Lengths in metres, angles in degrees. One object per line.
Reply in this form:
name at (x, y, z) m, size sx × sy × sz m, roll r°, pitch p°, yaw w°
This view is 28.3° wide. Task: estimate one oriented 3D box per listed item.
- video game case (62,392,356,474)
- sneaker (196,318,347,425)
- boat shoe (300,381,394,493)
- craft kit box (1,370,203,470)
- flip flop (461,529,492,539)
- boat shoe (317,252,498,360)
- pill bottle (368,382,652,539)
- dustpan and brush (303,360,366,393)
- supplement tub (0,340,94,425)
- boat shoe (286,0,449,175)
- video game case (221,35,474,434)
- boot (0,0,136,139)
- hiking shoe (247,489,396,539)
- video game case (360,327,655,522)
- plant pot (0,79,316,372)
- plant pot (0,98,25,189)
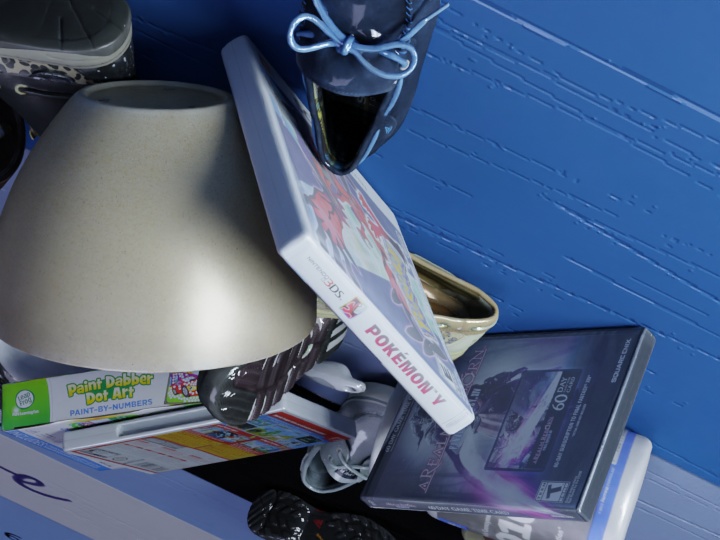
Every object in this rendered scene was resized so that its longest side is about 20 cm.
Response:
video game case at (-0.121, 0.135, 1.170) m, size 0.199 × 0.018 × 0.143 m, roll -12°, pitch 160°, yaw 20°
sneaker at (-0.092, 0.038, 1.023) m, size 0.115 × 0.200 × 0.076 m, roll 29°, pitch 112°, yaw 15°
boat shoe at (-0.002, 0.156, 1.259) m, size 0.070 × 0.072 × 0.201 m, roll 29°, pitch 153°, yaw -9°
craft kit box at (-0.171, 0.123, 1.213) m, size 0.197 × 0.049 × 0.200 m, roll -6°, pitch 162°, yaw 11°
flip flop at (0.141, 0.241, 1.311) m, size 0.081 × 0.058 × 0.200 m, roll 28°, pitch 154°, yaw -7°
boat shoe at (0.000, 0.000, 0.984) m, size 0.199 × 0.074 × 0.063 m, roll 21°, pitch 150°, yaw -18°
pill bottle at (0.115, 0.153, 1.109) m, size 0.199 × 0.114 × 0.114 m, roll 17°, pitch 153°, yaw 14°
dustpan and brush at (-0.075, 0.056, 1.147) m, size 0.199 × 0.057 × 0.140 m, roll 10°, pitch 151°, yaw 28°
supplement tub at (-0.309, 0.075, 1.311) m, size 0.122 × 0.123 × 0.200 m, roll 33°, pitch 153°, yaw -18°
boat shoe at (0.005, -0.117, 0.755) m, size 0.084 × 0.069 × 0.200 m, roll 16°, pitch 153°, yaw 15°
video game case at (-0.009, -0.023, 0.836) m, size 0.023 × 0.200 × 0.182 m, roll -32°, pitch 131°, yaw 12°
boot at (-0.228, -0.125, 0.925) m, size 0.203 × 0.074 × 0.154 m, roll 11°, pitch 151°, yaw 14°
hiking shoe at (-0.024, 0.302, 1.562) m, size 0.199 × 0.076 × 0.101 m, roll 24°, pitch 164°, yaw 21°
video game case at (0.099, 0.106, 1.001) m, size 0.199 × 0.143 × 0.019 m, roll -5°, pitch 139°, yaw 45°
plant pot at (-0.121, -0.039, 0.848) m, size 0.200 × 0.200 × 0.135 m, roll 12°, pitch 109°, yaw 24°
plant pot at (-0.341, -0.082, 1.016) m, size 0.199 × 0.187 × 0.187 m, roll -15°, pitch 136°, yaw 33°
